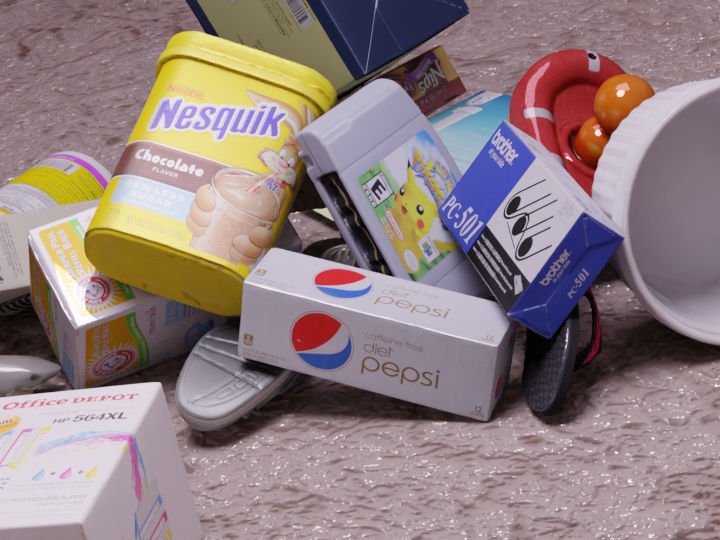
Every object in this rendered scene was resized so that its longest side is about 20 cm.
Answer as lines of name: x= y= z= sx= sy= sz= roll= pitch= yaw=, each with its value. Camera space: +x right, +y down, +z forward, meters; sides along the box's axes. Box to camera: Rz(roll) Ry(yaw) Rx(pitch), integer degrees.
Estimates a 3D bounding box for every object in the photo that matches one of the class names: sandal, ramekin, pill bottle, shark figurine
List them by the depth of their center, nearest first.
ramekin: x=0.268 y=-0.050 z=1.504 sx=0.200 sy=0.200 sz=0.105 roll=-17 pitch=14 yaw=-12
sandal: x=0.156 y=0.039 z=1.505 sx=0.045 sy=0.075 sz=0.200 roll=24 pitch=30 yaw=-10
shark figurine: x=-0.355 y=0.101 z=1.587 sx=0.128 sy=0.090 sz=0.214 roll=3 pitch=26 yaw=34
pill bottle: x=-0.308 y=-0.026 z=1.828 sx=0.104 sy=0.104 sz=0.200 roll=3 pitch=28 yaw=31

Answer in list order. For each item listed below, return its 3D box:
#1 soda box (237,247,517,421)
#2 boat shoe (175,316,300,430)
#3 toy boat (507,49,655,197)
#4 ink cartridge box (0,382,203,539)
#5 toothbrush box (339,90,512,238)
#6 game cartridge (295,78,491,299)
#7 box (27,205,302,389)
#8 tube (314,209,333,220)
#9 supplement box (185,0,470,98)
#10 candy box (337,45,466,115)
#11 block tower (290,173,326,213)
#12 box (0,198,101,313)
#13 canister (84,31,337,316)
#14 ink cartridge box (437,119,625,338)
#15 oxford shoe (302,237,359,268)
soda box: x=0.012 y=0.046 z=1.492 sx=0.200 sy=0.068 sz=0.064 roll=14 pitch=30 yaw=14
boat shoe: x=-0.077 y=0.069 z=1.571 sx=0.074 sy=0.065 sz=0.202 roll=19 pitch=39 yaw=17
toy boat: x=0.201 y=-0.110 z=1.654 sx=0.130 sy=0.131 sz=0.200 roll=10 pitch=47 yaw=-21
ink cartridge box: x=-0.194 y=0.166 z=1.311 sx=0.128 sy=0.125 sz=0.200 roll=-6 pitch=25 yaw=14
toothbrush box: x=0.094 y=-0.079 z=1.777 sx=0.200 sy=0.085 sz=0.146 roll=-29 pitch=29 yaw=-34
game cartridge: x=0.036 y=-0.049 z=1.599 sx=0.040 sy=0.200 sz=0.133 roll=-21 pitch=13 yaw=38
box: x=-0.163 y=0.002 z=1.642 sx=0.200 sy=0.113 sz=0.101 roll=-21 pitch=63 yaw=-20
tube: x=0.039 y=-0.098 z=1.899 sx=0.200 sy=0.052 sz=0.058 roll=-27 pitch=-13 yaw=-20
supplement box: x=-0.044 y=-0.259 z=1.824 sx=0.134 sy=0.200 sz=0.200 roll=-33 pitch=4 yaw=-30
candy box: x=-0.005 y=-0.138 z=1.895 sx=0.117 sy=0.057 sz=0.200 roll=-31 pitch=4 yaw=-38
block tower: x=-0.069 y=-0.085 z=1.730 sx=0.200 sy=0.054 sz=0.058 roll=-6 pitch=46 yaw=28
box: x=-0.257 y=-0.014 z=1.732 sx=0.200 sy=0.068 sz=0.082 roll=-12 pitch=-13 yaw=-38
canister: x=-0.118 y=-0.076 z=1.581 sx=0.148 sy=0.087 sz=0.200 roll=18 pitch=59 yaw=4
ink cartridge box: x=0.124 y=-0.035 z=1.509 sx=0.094 sy=0.044 sz=0.200 roll=-55 pitch=24 yaw=12
oxford shoe: x=0.000 y=0.000 z=1.682 sx=0.075 sy=0.058 sz=0.200 roll=-20 pitch=23 yaw=-12
